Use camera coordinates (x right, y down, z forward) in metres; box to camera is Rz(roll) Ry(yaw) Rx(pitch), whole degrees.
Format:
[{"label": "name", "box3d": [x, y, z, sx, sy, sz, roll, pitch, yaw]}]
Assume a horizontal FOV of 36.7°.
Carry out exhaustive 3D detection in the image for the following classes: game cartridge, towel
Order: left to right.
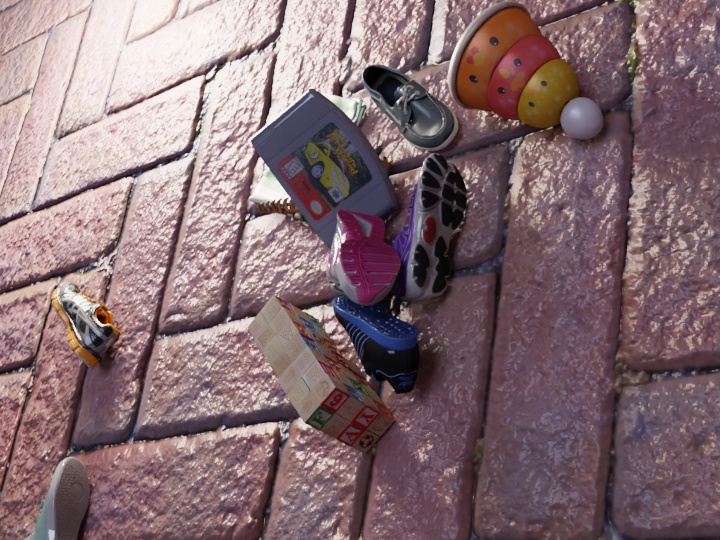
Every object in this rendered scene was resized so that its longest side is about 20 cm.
[{"label": "towel", "box3d": [-0.081, -0.177, 1.638, 0.152, 0.023, 0.201, 20, 81, 48]}, {"label": "game cartridge", "box3d": [-0.043, -0.138, 1.472, 0.133, 0.201, 0.041, -36, 3, 18]}]

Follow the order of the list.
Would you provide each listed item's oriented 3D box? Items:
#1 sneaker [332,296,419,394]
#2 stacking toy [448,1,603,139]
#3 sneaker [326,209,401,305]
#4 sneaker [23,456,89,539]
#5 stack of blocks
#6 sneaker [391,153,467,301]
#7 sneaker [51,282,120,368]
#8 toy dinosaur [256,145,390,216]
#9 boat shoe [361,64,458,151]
[{"label": "sneaker", "box3d": [0.015, 0.088, 1.355, 0.200, 0.069, 0.079, -143, 50, -64]}, {"label": "stacking toy", "box3d": [0.219, -0.226, 1.327, 0.200, 0.146, 0.147, 39, 95, 32]}, {"label": "sneaker", "box3d": [0.000, 0.000, 1.381, 0.200, 0.081, 0.089, -95, 18, -64]}, {"label": "sneaker", "box3d": [-0.481, 0.384, 1.640, 0.117, 0.074, 0.202, -13, 61, 31]}, {"label": "stack of blocks", "box3d": [-0.052, 0.127, 1.360, 0.059, 0.115, 0.200, -49, 42, 9]}, {"label": "sneaker", "box3d": [0.074, -0.057, 1.382, 0.083, 0.080, 0.202, -12, 55, 51]}, {"label": "sneaker", "box3d": [-0.454, 0.080, 1.811, 0.077, 0.078, 0.200, -39, 47, 0]}, {"label": "toy dinosaur", "box3d": [-0.060, -0.133, 1.530, 0.198, 0.102, 0.137, -22, 84, -1]}, {"label": "boat shoe", "box3d": [0.063, -0.229, 1.502, 0.073, 0.062, 0.200, -50, 42, 9]}]
